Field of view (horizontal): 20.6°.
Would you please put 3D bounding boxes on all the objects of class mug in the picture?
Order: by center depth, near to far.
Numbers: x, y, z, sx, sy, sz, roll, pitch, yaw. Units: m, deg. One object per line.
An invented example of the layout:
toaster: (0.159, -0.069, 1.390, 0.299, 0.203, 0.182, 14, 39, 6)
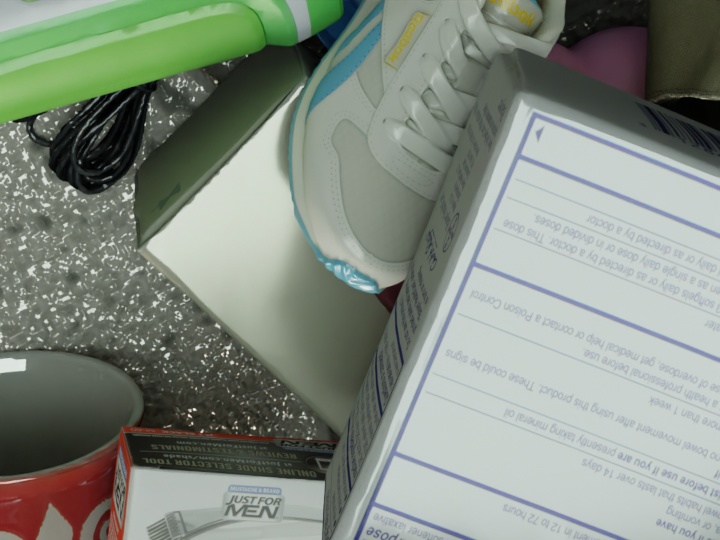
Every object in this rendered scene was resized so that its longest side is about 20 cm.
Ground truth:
mug: (-0.146, 0.161, 0.964, 0.176, 0.133, 0.202, 8, 115, 21)

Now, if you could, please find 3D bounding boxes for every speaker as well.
speaker: (-0.112, -0.117, 0.854, 0.198, 0.089, 0.089, -16, 110, -3)

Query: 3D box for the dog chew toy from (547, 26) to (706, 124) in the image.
dog chew toy: (0.132, -0.056, 0.923, 0.198, 0.125, 0.126, 9, 108, -17)

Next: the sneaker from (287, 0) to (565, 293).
sneaker: (0.033, -0.086, 0.830, 0.076, 0.081, 0.201, 31, 67, -25)

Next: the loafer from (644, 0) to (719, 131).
loafer: (0.154, -0.090, 0.838, 0.069, 0.075, 0.201, -15, 76, -20)

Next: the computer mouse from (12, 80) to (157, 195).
computer mouse: (-0.173, -0.128, 0.911, 0.199, 0.053, 0.139, 27, 105, -14)

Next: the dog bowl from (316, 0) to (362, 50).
dog bowl: (0.058, -0.173, 0.922, 0.199, 0.050, 0.112, -37, 109, 6)

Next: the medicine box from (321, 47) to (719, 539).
medicine box: (0.102, 0.045, 0.769, 0.181, 0.103, 0.201, 21, 104, -6)

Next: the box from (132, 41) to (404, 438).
box: (0.000, 0.000, 0.933, 0.109, 0.128, 0.200, -43, 108, 8)

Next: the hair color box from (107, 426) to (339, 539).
hair color box: (-0.064, 0.178, 0.897, 0.110, 0.064, 0.202, 6, 103, -14)
